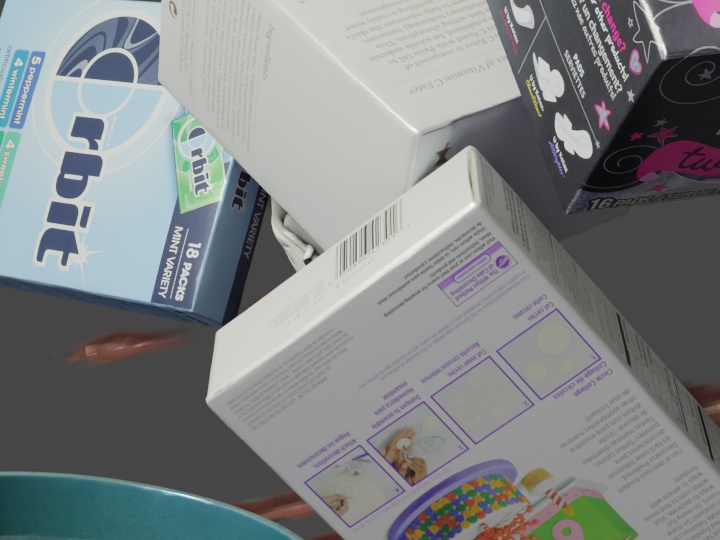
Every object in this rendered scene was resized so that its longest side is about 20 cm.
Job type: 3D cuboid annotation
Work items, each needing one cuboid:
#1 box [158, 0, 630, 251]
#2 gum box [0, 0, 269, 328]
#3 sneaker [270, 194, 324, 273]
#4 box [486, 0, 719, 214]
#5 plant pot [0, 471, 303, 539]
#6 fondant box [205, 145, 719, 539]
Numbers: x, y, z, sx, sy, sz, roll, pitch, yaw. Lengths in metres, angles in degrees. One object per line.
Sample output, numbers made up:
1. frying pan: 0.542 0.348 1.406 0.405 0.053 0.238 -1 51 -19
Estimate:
1. box: 0.020 -0.099 0.872 0.200 0.152 0.106 46 144 34
2. gum box: -0.138 -0.066 1.040 0.200 0.045 0.170 10 80 33
3. sneaker: 0.000 0.000 0.909 0.074 0.088 0.200 -40 60 13
4. box: 0.171 -0.113 0.758 0.200 0.115 0.132 -8 62 -19
5. plant pot: -0.131 0.212 0.871 0.200 0.200 0.188 13 97 34
6. fondant box: 0.053 0.067 0.791 0.144 0.200 0.058 -36 22 18
